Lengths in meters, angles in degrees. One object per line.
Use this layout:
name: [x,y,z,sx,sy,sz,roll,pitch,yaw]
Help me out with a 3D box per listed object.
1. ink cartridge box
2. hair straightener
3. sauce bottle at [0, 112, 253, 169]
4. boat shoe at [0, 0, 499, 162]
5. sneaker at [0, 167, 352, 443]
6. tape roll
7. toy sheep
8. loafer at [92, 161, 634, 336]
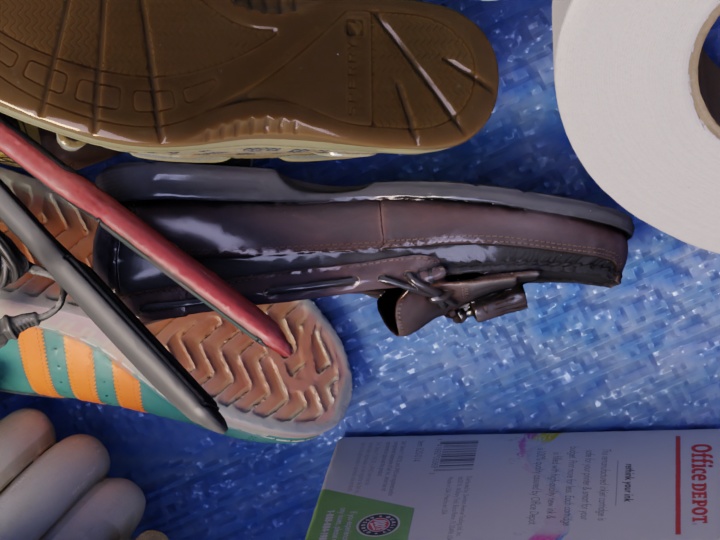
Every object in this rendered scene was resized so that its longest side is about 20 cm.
ink cartridge box: [0.085,0.111,0.995,0.200,0.117,0.067,-2,108,8]
hair straightener: [-0.122,-0.007,0.926,0.200,0.041,0.077,38,89,3]
sauce bottle: [-0.135,-0.072,0.981,0.200,0.065,0.065,10,111,-2]
boat shoe: [-0.054,-0.068,0.940,0.200,0.063,0.073,10,78,-10]
sneaker: [-0.102,0.018,1.017,0.200,0.071,0.080,24,152,-17]
tape roll: [0.166,-0.081,0.913,0.203,0.037,0.203,1,138,1]
toy sheep: [-0.137,0.116,1.018,0.200,0.138,0.138,44,109,4]
loafer: [0.000,0.000,0.975,0.200,0.072,0.063,5,79,-5]
